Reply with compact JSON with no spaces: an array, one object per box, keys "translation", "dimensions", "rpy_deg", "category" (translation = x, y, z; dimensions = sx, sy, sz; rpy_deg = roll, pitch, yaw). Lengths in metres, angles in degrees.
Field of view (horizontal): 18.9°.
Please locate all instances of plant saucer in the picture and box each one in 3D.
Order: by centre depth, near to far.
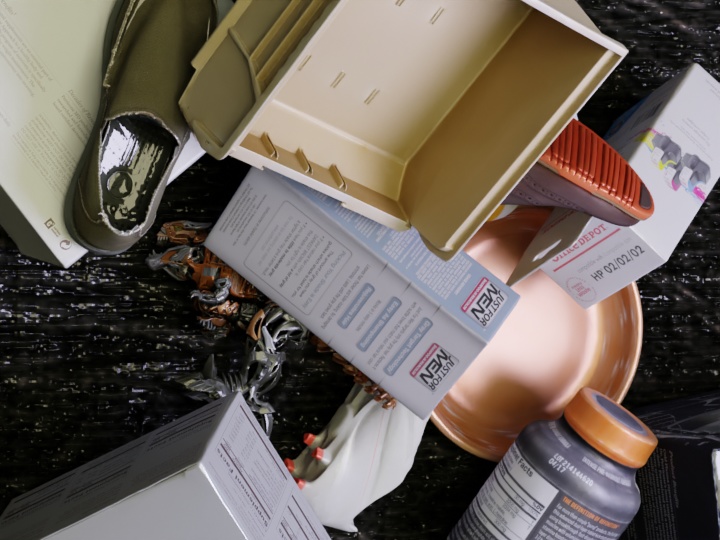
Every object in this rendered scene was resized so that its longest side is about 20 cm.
[{"translation":[0.121,0.047,1.659],"dimensions":[0.199,0.037,0.202],"rpy_deg":[-2,95,-20],"category":"plant saucer"}]

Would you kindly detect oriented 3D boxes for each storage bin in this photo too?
[{"translation":[0.021,-0.123,1.350],"dimensions":[0.199,0.094,0.199],"rpy_deg":[22,116,-38],"category":"storage bin"}]

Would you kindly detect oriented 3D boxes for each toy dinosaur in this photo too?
[{"translation":[-0.068,0.042,1.541],"dimensions":[0.136,0.199,0.102],"rpy_deg":[-59,154,-10],"category":"toy dinosaur"}]

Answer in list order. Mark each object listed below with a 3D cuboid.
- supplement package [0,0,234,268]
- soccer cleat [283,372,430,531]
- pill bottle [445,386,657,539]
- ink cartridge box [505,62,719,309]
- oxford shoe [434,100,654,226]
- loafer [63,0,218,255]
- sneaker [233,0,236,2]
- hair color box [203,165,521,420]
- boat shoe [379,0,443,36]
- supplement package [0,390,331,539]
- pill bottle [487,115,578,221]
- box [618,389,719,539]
[{"translation":[-0.196,-0.141,1.463],"dimensions":[0.200,0.147,0.192],"rpy_deg":[-40,107,-13],"category":"supplement package"},{"translation":[0.023,0.108,1.596],"dimensions":[0.077,0.069,0.200],"rpy_deg":[32,105,-29],"category":"soccer cleat"},{"translation":[0.138,0.186,1.611],"dimensions":[0.106,0.106,0.201],"rpy_deg":[30,102,-20],"category":"pill bottle"},{"translation":[0.198,-0.048,1.599],"dimensions":[0.068,0.115,0.200],"rpy_deg":[41,58,-7],"category":"ink cartridge box"},{"translation":[0.108,-0.074,1.501],"dimensions":[0.199,0.071,0.073],"rpy_deg":[27,121,-4],"category":"oxford shoe"},{"translation":[-0.131,-0.105,1.375],"dimensions":[0.075,0.070,0.201],"rpy_deg":[14,91,-22],"category":"loafer"},{"translation":[-0.104,-0.235,1.513],"dimensions":[0.072,0.083,0.200],"rpy_deg":[-46,146,-12],"category":"sneaker"},{"translation":[0.000,0.000,1.490],"dimensions":[0.200,0.099,0.061],"rpy_deg":[39,45,2],"category":"hair color box"},{"translation":[-0.001,-0.152,1.449],"dimensions":[0.066,0.200,0.074],"rpy_deg":[20,57,-18],"category":"boat shoe"},{"translation":[-0.138,0.207,1.485],"dimensions":[0.199,0.111,0.156],"rpy_deg":[-26,105,20],"category":"supplement package"},{"translation":[0.055,-0.087,1.582],"dimensions":[0.199,0.113,0.114],"rpy_deg":[-10,98,-19],"category":"pill bottle"},{"translation":[0.312,0.162,1.655],"dimensions":[0.199,0.196,0.125],"rpy_deg":[-11,98,-20],"category":"box"}]
